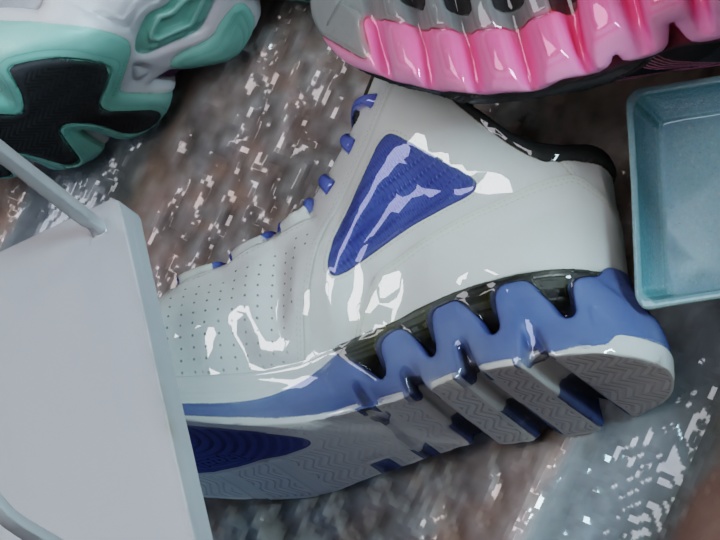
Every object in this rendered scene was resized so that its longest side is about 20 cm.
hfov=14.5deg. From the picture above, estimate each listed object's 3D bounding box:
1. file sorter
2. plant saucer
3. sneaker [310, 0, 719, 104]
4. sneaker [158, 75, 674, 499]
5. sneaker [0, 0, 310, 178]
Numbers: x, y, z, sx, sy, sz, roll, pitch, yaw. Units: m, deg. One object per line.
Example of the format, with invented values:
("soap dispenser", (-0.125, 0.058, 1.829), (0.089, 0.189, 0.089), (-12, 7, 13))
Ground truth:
("file sorter", (-0.160, 0.059, 0.763), (0.199, 0.125, 0.139), (-24, 60, 15))
("plant saucer", (0.174, -0.032, 0.803), (0.199, 0.019, 0.070), (-8, 68, 19))
("sneaker", (0.086, -0.084, 0.842), (0.199, 0.095, 0.080), (-5, 77, 16))
("sneaker", (0.001, 0.000, 0.883), (0.198, 0.081, 0.116), (-11, 63, 20))
("sneaker", (-0.090, -0.127, 0.986), (0.199, 0.078, 0.140), (-28, 58, 9))
